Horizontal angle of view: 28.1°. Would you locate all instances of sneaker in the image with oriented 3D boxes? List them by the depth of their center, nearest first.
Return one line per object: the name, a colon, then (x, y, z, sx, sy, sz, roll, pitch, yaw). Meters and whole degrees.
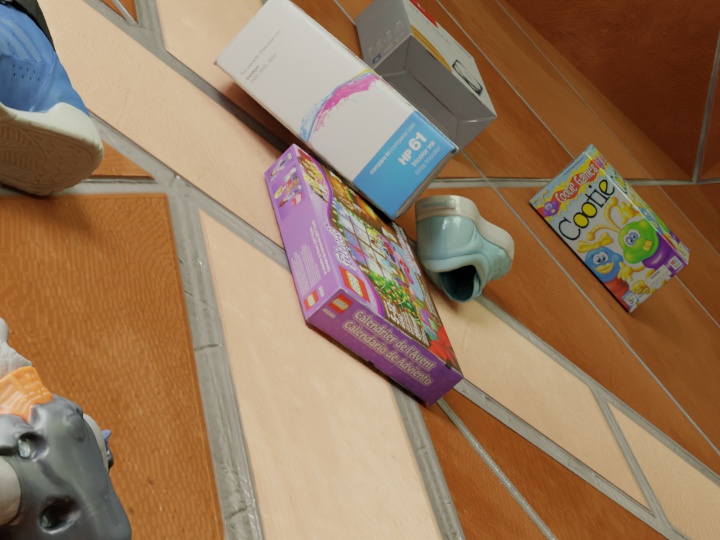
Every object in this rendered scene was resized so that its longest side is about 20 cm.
sneaker: (-0.222, -0.119, 0.771, 0.200, 0.077, 0.111, 24, 34, -61)
sneaker: (0.092, -0.005, 1.331, 0.200, 0.074, 0.082, 31, 59, -63)

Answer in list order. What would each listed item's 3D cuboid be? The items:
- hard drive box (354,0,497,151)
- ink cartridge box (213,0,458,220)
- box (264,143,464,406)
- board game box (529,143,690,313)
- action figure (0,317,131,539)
hard drive box: (0.077, -0.253, 1.788, 0.156, 0.077, 0.200, 40, 18, -24)
ink cartridge box: (-0.016, -0.140, 1.239, 0.200, 0.085, 0.145, 40, 7, 1)
box: (0.000, 0.000, 1.111, 0.137, 0.039, 0.200, 36, 21, -33)
board game box: (0.335, -0.059, 1.930, 0.200, 0.105, 0.103, 48, 18, 2)
action figure: (-0.100, 0.102, 0.553, 0.194, 0.105, 0.200, 56, 19, -5)
